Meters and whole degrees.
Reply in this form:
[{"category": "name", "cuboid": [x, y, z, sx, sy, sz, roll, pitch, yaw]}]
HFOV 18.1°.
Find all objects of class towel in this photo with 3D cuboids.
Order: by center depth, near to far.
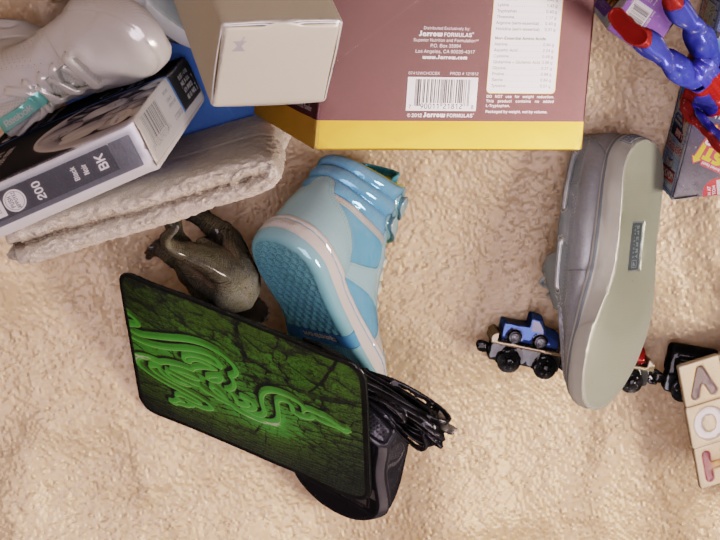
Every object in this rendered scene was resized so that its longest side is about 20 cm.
[{"category": "towel", "cuboid": [-0.144, -0.056, 1.556, 0.199, 0.133, 0.035, -16, 108, 7]}]

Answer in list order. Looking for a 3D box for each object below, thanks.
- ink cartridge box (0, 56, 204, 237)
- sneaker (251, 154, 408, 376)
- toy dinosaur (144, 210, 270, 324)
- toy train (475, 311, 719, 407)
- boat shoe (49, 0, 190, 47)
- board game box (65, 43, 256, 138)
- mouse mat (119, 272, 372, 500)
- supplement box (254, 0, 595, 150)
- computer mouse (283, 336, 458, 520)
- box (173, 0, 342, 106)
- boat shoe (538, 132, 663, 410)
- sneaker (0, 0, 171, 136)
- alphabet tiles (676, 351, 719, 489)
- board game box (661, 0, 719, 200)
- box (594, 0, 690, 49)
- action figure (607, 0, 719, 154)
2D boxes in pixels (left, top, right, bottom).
[{"category": "ink cartridge box", "cuboid": [-0.213, -0.070, 1.516, 0.199, 0.198, 0.043, -24, 104, 11]}, {"category": "sneaker", "cuboid": [0.000, 0.000, 1.641, 0.079, 0.131, 0.200, 16, 146, 28]}, {"category": "toy dinosaur", "cuboid": [-0.102, -0.004, 1.606, 0.077, 0.200, 0.102, -41, 81, -18]}, {"category": "toy train", "cuboid": [0.185, 0.064, 1.688, 0.199, 0.034, 0.046, 10, 102, -6]}, {"category": "boat shoe", "cuboid": [-0.188, -0.207, 1.541, 0.200, 0.071, 0.091, 38, 136, -18]}, {"category": "board game box", "cuboid": [-0.113, -0.152, 1.611, 0.200, 0.039, 0.158, -31, 110, 12]}, {"category": "mouse mat", "cuboid": [-0.081, 0.084, 1.610, 0.199, 0.008, 0.161, 22, 144, 20]}, {"category": "supplement box", "cuboid": [0.043, -0.191, 1.527, 0.197, 0.133, 0.201, -1, 104, -20]}, {"category": "computer mouse", "cuboid": [0.001, 0.114, 1.642, 0.138, 0.200, 0.053, 29, 60, 11]}, {"category": "box", "cuboid": [-0.078, -0.194, 1.455, 0.082, 0.200, 0.069, -3, 135, -17]}, {"category": "boat shoe", "cuboid": [0.170, -0.002, 1.648, 0.070, 0.071, 0.202, 2, 99, -46]}, {"category": "sneaker", "cuboid": [-0.209, -0.128, 1.523, 0.075, 0.200, 0.089, 50, 54, -28]}, {"category": "alphabet tiles", "cuboid": [0.337, 0.090, 1.697, 0.199, 0.008, 0.168, -16, 107, -11]}, {"category": "board game box", "cuboid": [0.308, -0.124, 1.626, 0.199, 0.062, 0.200, 25, 104, -10]}, {"category": "box", "cuboid": [0.231, -0.247, 1.548, 0.039, 0.137, 0.200, 33, 102, -10]}, {"category": "action figure", "cuboid": [0.239, -0.123, 1.496, 0.065, 0.200, 0.099, -49, 62, 4]}]
